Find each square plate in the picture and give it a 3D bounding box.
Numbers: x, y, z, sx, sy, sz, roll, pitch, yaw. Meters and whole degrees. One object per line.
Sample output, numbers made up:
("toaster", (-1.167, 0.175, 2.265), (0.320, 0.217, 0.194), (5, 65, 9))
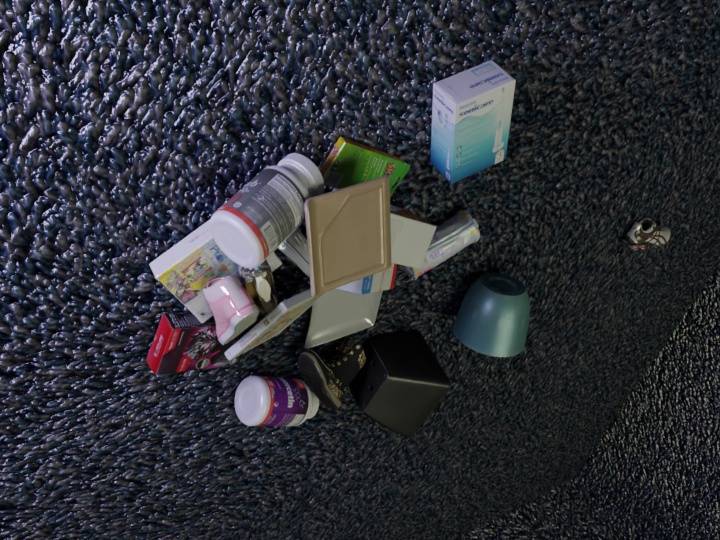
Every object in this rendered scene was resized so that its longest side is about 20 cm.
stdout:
("square plate", (-0.038, 0.080, 1.718), (0.196, 0.029, 0.202), (-16, 138, -29))

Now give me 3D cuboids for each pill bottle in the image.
("pill bottle", (-0.157, -0.108, 1.289), (0.200, 0.115, 0.117), (-48, 153, -33))
("pill bottle", (-0.192, 0.309, 1.753), (0.199, 0.113, 0.113), (13, 120, -49))

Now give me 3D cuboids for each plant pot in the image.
("plant pot", (0.358, 0.105, 1.968), (0.198, 0.200, 0.163), (-10, 124, -34))
("plant pot", (0.078, 0.283, 1.914), (0.176, 0.201, 0.201), (14, 120, -36))

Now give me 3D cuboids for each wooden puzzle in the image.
("wooden puzzle", (-0.022, -0.066, 1.355), (0.198, 0.037, 0.188), (-23, 123, -34))

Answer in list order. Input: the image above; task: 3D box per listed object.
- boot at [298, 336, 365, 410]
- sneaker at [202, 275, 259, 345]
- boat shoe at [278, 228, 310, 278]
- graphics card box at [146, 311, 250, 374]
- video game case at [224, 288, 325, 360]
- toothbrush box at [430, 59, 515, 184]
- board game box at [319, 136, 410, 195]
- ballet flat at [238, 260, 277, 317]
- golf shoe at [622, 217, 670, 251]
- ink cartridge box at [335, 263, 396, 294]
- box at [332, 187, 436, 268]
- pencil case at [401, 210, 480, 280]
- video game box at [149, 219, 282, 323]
("boot", (-0.064, 0.220, 1.778), (0.151, 0.072, 0.201), (-52, 134, -29))
("sneaker", (-0.250, 0.069, 1.412), (0.075, 0.105, 0.200), (-32, 173, -25))
("boat shoe", (-0.108, -0.037, 1.488), (0.067, 0.073, 0.200), (-47, 150, -1))
("graphics card box", (-0.321, 0.142, 1.512), (0.198, 0.051, 0.126), (-2, 129, -43))
("video game case", (-0.164, 0.100, 1.515), (0.182, 0.023, 0.200), (-41, 173, 26))
("toothbrush box", (0.223, -0.297, 1.498), (0.145, 0.086, 0.201), (-26, 143, -17))
("board game box", (0.009, -0.195, 1.466), (0.198, 0.030, 0.096), (12, 121, -45))
("ballet flat", (-0.192, 0.046, 1.435), (0.071, 0.072, 0.202), (-27, 146, -16))
("golf shoe", (0.908, -0.119, 2.319), (0.198, 0.077, 0.089), (-14, 130, -32))
("ink cartridge box", (0.000, 0.000, 1.537), (0.199, 0.115, 0.068), (-5, 106, -64))
("box", (0.035, -0.083, 1.500), (0.198, 0.124, 0.099), (12, 105, -44))
("pencil case", (0.178, -0.060, 1.713), (0.198, 0.084, 0.091), (-30, 166, -15))
("video game box", (-0.267, -0.012, 1.398), (0.199, 0.047, 0.183), (-37, 147, -5))
